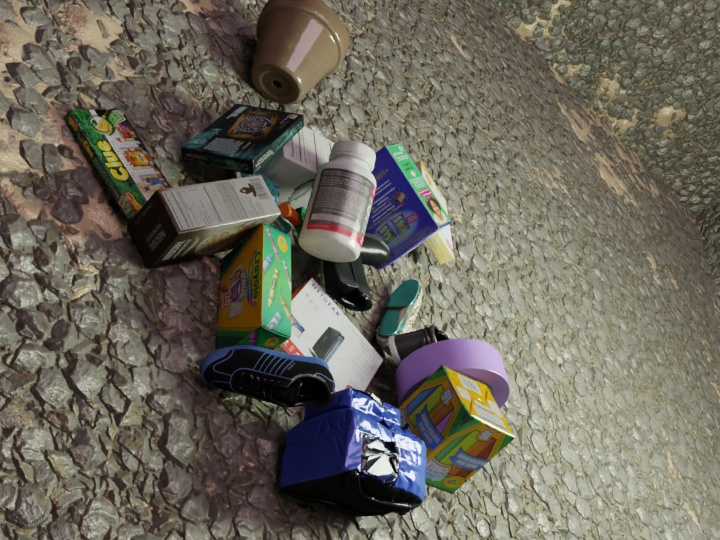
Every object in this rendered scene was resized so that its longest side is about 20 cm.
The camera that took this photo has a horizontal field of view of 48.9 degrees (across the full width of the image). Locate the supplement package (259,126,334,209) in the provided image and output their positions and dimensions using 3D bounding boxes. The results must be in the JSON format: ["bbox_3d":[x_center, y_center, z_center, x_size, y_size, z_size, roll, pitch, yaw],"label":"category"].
[{"bbox_3d":[-0.107,-0.187,1.513,0.200,0.117,0.117,24,45,-37],"label":"supplement package"}]

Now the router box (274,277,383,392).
[{"bbox_3d":[-0.069,0.136,1.343,0.200,0.049,0.180,49,34,-8],"label":"router box"}]

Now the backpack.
[{"bbox_3d":[0.008,0.281,1.198,0.200,0.162,0.168,34,53,-34],"label":"backpack"}]

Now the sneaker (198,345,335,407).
[{"bbox_3d":[-0.134,0.159,1.157,0.200,0.070,0.078,4,22,-14],"label":"sneaker"}]

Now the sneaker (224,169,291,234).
[{"bbox_3d":[-0.186,-0.142,1.401,0.080,0.078,0.200,-20,86,-24],"label":"sneaker"}]

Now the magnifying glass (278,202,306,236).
[{"bbox_3d":[-0.112,-0.087,1.422,0.200,0.022,0.080,51,24,-78],"label":"magnifying glass"}]

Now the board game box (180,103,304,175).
[{"bbox_3d":[-0.198,-0.229,1.356,0.135,0.028,0.200,13,36,17],"label":"board game box"}]

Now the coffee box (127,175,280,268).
[{"bbox_3d":[-0.242,-0.079,1.237,0.200,0.114,0.080,-17,74,-45],"label":"coffee box"}]

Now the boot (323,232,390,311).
[{"bbox_3d":[-0.001,0.000,1.489,0.165,0.066,0.200,20,29,-24],"label":"boot"}]

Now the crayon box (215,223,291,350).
[{"bbox_3d":[-0.167,0.040,1.244,0.058,0.119,0.200,27,42,-34],"label":"crayon box"}]

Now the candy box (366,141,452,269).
[{"bbox_3d":[0.059,-0.132,1.623,0.200,0.169,0.077,57,31,3],"label":"candy box"}]

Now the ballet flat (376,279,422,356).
[{"bbox_3d":[0.077,0.096,1.556,0.200,0.076,0.064,-58,140,-49],"label":"ballet flat"}]

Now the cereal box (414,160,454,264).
[{"bbox_3d":[0.157,-0.131,1.766,0.144,0.039,0.200,54,24,-38],"label":"cereal box"}]

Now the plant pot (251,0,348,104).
[{"bbox_3d":[-0.145,-0.447,1.652,0.200,0.200,0.175,38,55,-23],"label":"plant pot"}]

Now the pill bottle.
[{"bbox_3d":[-0.034,-0.124,1.399,0.111,0.111,0.200,27,67,-34],"label":"pill bottle"}]

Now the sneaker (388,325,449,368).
[{"bbox_3d":[0.132,0.169,1.473,0.200,0.099,0.071,53,24,-50],"label":"sneaker"}]

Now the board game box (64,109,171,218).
[{"bbox_3d":[-0.372,-0.171,1.246,0.200,0.023,0.105,55,35,11],"label":"board game box"}]

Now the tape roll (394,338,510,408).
[{"bbox_3d":[0.164,0.208,1.426,0.200,0.200,0.066,27,38,-35],"label":"tape roll"}]

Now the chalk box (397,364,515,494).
[{"bbox_3d":[0.132,0.282,1.329,0.125,0.200,0.124,28,22,-35],"label":"chalk box"}]
